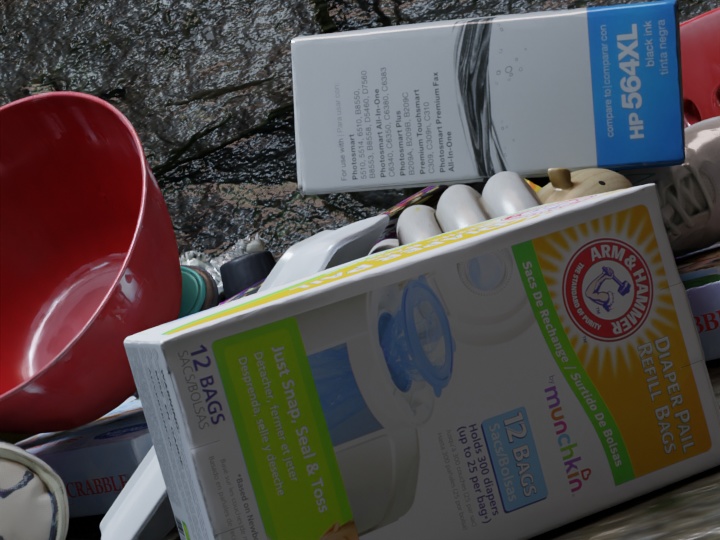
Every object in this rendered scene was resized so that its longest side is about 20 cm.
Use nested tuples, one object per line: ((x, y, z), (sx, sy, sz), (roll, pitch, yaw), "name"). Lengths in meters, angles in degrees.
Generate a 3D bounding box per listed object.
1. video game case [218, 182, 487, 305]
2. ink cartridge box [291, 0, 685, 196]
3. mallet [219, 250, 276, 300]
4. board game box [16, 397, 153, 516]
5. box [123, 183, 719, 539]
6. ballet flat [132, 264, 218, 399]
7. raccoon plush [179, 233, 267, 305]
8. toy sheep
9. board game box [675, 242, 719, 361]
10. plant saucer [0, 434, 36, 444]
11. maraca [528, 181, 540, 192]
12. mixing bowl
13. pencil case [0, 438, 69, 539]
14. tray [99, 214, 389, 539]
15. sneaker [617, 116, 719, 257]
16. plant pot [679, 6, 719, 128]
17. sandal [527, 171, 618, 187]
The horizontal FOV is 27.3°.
((0.000, 0.000, 0.884), (0.198, 0.036, 0.181), (-29, 7, 4), "video game case")
((0.071, -0.094, 0.804), (0.197, 0.086, 0.146), (-3, 8, 9), "ink cartridge box")
((-0.005, 0.016, 1.041), (0.198, 0.067, 0.041), (-5, -10, -33), "mallet")
((-0.130, 0.107, 0.944), (0.199, 0.042, 0.198), (-15, 4, 42), "board game box")
((0.023, 0.048, 0.568), (0.198, 0.114, 0.101), (-17, 3, -16), "box")
((-0.161, 0.054, 0.912), (0.198, 0.074, 0.073), (-23, 1, 18), "ballet flat")
((-0.125, 0.053, 1.138), (0.199, 0.136, 0.096), (-14, 5, 44), "raccoon plush")
((0.057, 0.024, 0.726), (0.200, 0.138, 0.138), (-43, -1, 9), "toy sheep")
((0.196, 0.016, 0.847), (0.197, 0.042, 0.200), (-16, 3, 27), "board game box")
((-0.258, 0.088, 1.087), (0.197, 0.202, 0.049), (-12, 40, -19), "plant saucer")
((0.139, -0.024, 1.059), (0.136, 0.109, 0.199), (2, 11, -44), "maraca")
((-0.173, 0.013, 0.827), (0.198, 0.202, 0.108), (-16, -37, 22), "mixing bowl")
((-0.222, 0.133, 0.791), (0.090, 0.078, 0.199), (-53, 20, -23), "pencil case")
((-0.059, 0.055, 0.684), (0.201, 0.022, 0.107), (-55, -7, 15), "tray")
((0.168, -0.029, 0.868), (0.198, 0.071, 0.080), (-26, 6, 6), "sneaker")
((0.311, -0.102, 0.981), (0.198, 0.185, 0.200), (-17, 3, 1), "plant pot")
((0.140, -0.075, 0.931), (0.075, 0.198, 0.045), (-52, 16, 36), "sandal")
